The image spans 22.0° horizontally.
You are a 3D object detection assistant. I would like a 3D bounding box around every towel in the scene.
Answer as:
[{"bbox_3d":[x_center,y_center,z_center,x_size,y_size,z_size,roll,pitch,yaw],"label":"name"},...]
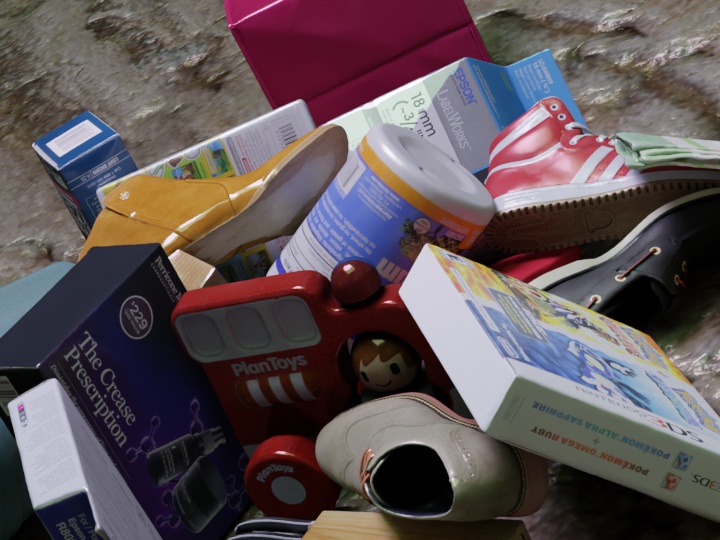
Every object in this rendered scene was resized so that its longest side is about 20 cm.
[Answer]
[{"bbox_3d":[0.278,-0.072,1.273,0.200,0.023,0.153,6,8,4],"label":"towel"}]

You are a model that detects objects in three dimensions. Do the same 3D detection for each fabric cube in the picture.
[{"bbox_3d":[0.002,-0.220,1.737,0.199,0.200,0.196,-26,27,5],"label":"fabric cube"}]

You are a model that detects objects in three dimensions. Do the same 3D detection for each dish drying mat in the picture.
[{"bbox_3d":[0.097,0.011,1.346,0.077,0.018,0.200,-9,7,26],"label":"dish drying mat"}]

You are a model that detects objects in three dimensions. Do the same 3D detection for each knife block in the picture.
[{"bbox_3d":[0.002,0.187,1.152,0.200,0.064,0.176,-27,27,-1],"label":"knife block"}]

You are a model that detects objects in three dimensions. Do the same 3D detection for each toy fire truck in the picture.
[{"bbox_3d":[-0.015,0.072,1.255,0.200,0.168,0.112,-10,31,27],"label":"toy fire truck"}]

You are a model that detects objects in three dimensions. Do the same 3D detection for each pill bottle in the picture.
[{"bbox_3d":[0.000,0.000,1.370,0.200,0.112,0.112,-54,21,17],"label":"pill bottle"}]

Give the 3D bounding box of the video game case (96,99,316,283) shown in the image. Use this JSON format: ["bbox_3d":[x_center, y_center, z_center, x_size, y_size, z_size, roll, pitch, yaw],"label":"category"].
[{"bbox_3d":[-0.089,-0.008,1.459,0.182,0.200,0.023,-23,-6,6],"label":"video game case"}]

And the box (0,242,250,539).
[{"bbox_3d":[-0.158,0.102,1.294,0.079,0.200,0.141,-5,34,39],"label":"box"}]

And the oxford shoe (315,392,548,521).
[{"bbox_3d":[0.023,0.114,1.125,0.074,0.071,0.200,-6,2,-36],"label":"oxford shoe"}]

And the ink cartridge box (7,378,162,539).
[{"bbox_3d":[-0.143,0.187,1.132,0.043,0.196,0.200,-29,26,-2],"label":"ink cartridge box"}]

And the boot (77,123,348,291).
[{"bbox_3d":[-0.117,-0.055,1.415,0.144,0.071,0.201,24,64,37],"label":"boot"}]

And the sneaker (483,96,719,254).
[{"bbox_3d":[0.190,-0.078,1.393,0.200,0.071,0.113,-5,49,6],"label":"sneaker"}]

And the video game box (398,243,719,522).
[{"bbox_3d":[0.132,0.067,1.138,0.047,0.182,0.200,-60,23,14],"label":"video game box"}]

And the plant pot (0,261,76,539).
[{"bbox_3d":[-0.274,0.101,1.431,0.196,0.200,0.200,-33,26,-30],"label":"plant pot"}]

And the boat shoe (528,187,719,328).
[{"bbox_3d":[0.197,0.009,1.304,0.201,0.074,0.063,-29,54,-21],"label":"boat shoe"}]

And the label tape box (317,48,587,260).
[{"bbox_3d":[0.086,-0.089,1.487,0.200,0.144,0.063,-25,-18,5],"label":"label tape box"}]

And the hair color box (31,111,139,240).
[{"bbox_3d":[-0.195,-0.027,1.559,0.060,0.200,0.100,-32,25,-11],"label":"hair color box"}]
